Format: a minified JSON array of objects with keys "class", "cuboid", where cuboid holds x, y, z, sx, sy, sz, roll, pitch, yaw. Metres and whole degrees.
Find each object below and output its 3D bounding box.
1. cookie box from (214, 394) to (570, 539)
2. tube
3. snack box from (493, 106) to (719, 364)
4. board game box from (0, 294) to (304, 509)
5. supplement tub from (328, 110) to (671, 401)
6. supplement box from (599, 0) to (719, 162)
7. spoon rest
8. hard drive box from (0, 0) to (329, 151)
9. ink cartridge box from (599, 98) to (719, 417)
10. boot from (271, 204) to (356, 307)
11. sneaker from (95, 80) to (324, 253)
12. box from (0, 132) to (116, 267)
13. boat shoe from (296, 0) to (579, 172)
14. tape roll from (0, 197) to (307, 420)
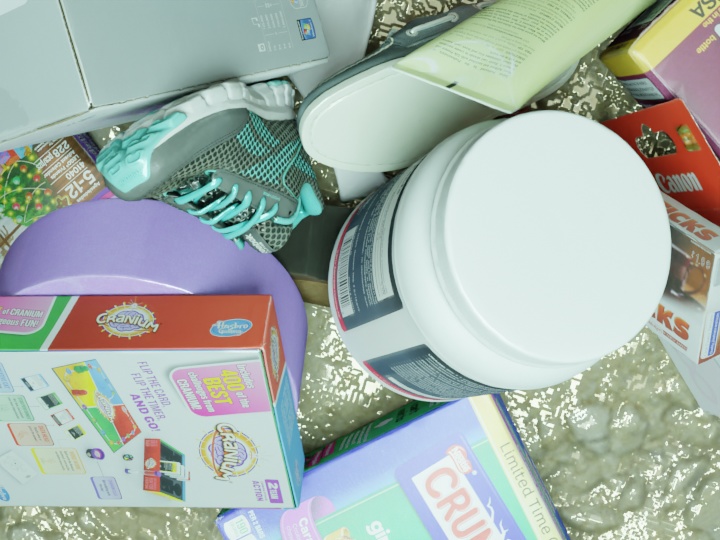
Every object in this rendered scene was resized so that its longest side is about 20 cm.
[{"class":"cookie box","cuboid":[0.032,0.186,0.833,0.198,0.075,0.173,-27,95,6]},{"class":"tube","cuboid":[0.104,-0.138,0.698,0.058,0.200,0.052,-24,100,49]},{"class":"snack box","cuboid":[0.143,-0.028,0.740,0.024,0.200,0.073,-18,126,-24]},{"class":"board game box","cuboid":[-0.139,0.080,0.731,0.197,0.041,0.154,0,136,6]},{"class":"supplement tub","cuboid":[0.069,-0.002,0.697,0.138,0.200,0.142,3,81,-16]},{"class":"supplement box","cuboid":[0.251,-0.092,0.753,0.103,0.131,0.200,-43,94,7]},{"class":"spoon rest","cuboid":[-0.022,-0.143,0.799,0.098,0.061,0.203,-17,97,6]},{"class":"hard drive box","cuboid":[-0.140,-0.125,0.714,0.154,0.199,0.078,-11,99,37]},{"class":"ink cartridge box","cuboid":[0.202,0.002,0.753,0.057,0.163,0.201,-37,95,-4]},{"class":"boot","cuboid":[0.000,0.000,0.821,0.198,0.075,0.075,17,70,-11]},{"class":"sneaker","cuboid":[-0.069,-0.052,0.691,0.077,0.200,0.092,-25,91,24]},{"class":"box","cuboid":[-0.248,-0.015,0.842,0.199,0.039,0.137,-39,95,8]},{"class":"boat shoe","cuboid":[0.041,-0.118,0.763,0.198,0.062,0.073,-23,136,-22]},{"class":"tape roll","cuboid":[-0.133,0.050,0.776,0.197,0.066,0.202,2,136,2]}]
